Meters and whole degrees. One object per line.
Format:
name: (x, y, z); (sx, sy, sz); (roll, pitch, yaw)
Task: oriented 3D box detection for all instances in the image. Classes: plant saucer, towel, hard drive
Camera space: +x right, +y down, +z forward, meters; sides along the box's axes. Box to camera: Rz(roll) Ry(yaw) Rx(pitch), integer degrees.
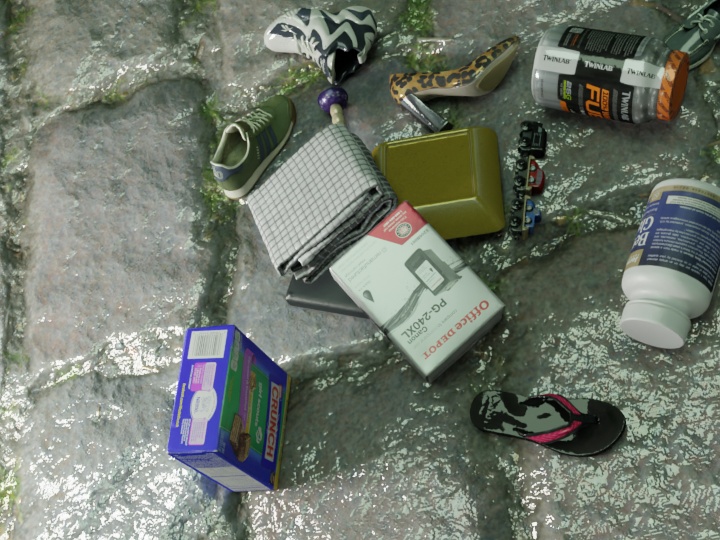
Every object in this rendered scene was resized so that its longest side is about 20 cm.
plant saucer: (0.105, -0.135, 1.397); (0.200, 0.048, 0.200); (-9, 52, 13)
towel: (-0.054, -0.094, 1.379); (0.200, 0.086, 0.166); (-42, 49, 15)
hard drive: (0.000, 0.000, 1.395); (0.200, 0.033, 0.140); (9, 67, 24)

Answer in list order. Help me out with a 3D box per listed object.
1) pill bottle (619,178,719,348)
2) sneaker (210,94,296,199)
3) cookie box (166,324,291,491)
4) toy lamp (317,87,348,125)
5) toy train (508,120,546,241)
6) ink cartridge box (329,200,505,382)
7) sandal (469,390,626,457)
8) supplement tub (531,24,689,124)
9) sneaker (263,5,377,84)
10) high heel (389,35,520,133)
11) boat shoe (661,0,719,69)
pill bottle: (0.399, -0.007, 1.206); (0.111, 0.111, 0.200); (14, 69, 26)
sneaker: (-0.177, -0.219, 1.540); (0.067, 0.090, 0.200); (20, 72, 29)
cookie box: (-0.169, 0.188, 1.261); (0.075, 0.200, 0.171); (-4, 64, 17)
toy lamp: (-0.026, -0.200, 1.495); (0.058, 0.058, 0.200); (-20, 59, 9)
toy train: (0.246, -0.131, 1.376); (0.046, 0.034, 0.200); (7, 65, 9)
ink cartridge box: (0.079, 0.030, 1.283); (0.145, 0.083, 0.200); (-42, 78, -5)
sandal: (0.233, 0.189, 1.204); (0.200, 0.045, 0.075); (5, 66, 22)
supplement tub: (0.358, -0.280, 1.357); (0.200, 0.123, 0.123); (16, 70, 27)
sneaker: (-0.073, -0.369, 1.586); (0.199, 0.080, 0.130); (0, 55, 9)
high heel: (0.142, -0.321, 1.485); (0.200, 0.071, 0.143); (-46, 64, 4)
boat shoe: (0.505, -0.364, 1.382); (0.200, 0.062, 0.073); (-37, 58, -1)
